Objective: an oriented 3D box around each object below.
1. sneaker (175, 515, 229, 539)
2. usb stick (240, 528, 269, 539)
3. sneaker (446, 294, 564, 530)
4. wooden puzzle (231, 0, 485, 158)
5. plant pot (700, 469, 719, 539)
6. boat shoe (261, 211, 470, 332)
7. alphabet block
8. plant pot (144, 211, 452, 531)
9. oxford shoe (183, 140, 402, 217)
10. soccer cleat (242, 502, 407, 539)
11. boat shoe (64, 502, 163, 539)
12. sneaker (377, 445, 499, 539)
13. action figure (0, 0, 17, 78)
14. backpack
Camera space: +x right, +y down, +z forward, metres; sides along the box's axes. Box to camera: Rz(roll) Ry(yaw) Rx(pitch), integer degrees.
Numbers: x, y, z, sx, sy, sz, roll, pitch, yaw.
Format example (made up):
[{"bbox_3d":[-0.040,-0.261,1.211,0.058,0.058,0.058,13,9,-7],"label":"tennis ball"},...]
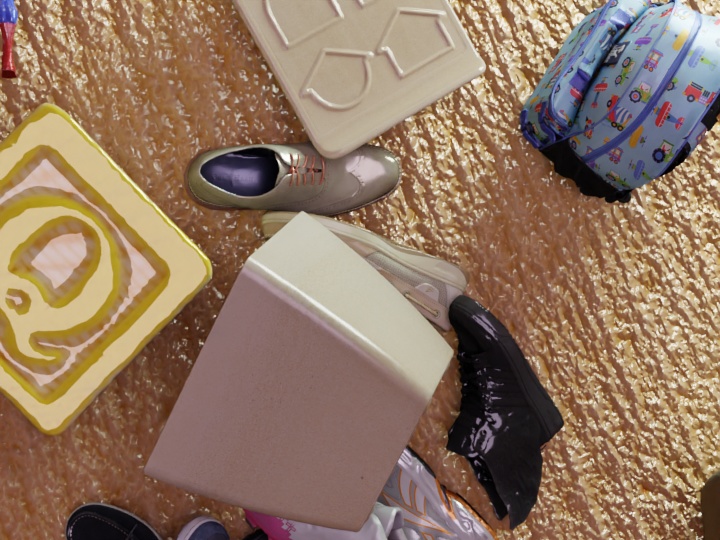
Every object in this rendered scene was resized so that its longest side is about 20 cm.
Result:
[{"bbox_3d":[-0.106,0.322,1.455,0.076,0.145,0.205,3,93,-46],"label":"sneaker"},{"bbox_3d":[-0.055,0.325,1.518,0.055,0.032,0.202,-27,94,-54],"label":"usb stick"},{"bbox_3d":[0.115,0.128,1.534,0.104,0.060,0.200,-42,113,-14],"label":"sneaker"},{"bbox_3d":[-0.009,-0.221,1.533,0.184,0.046,0.201,-31,89,-21],"label":"wooden puzzle"},{"bbox_3d":[0.405,0.258,1.531,0.197,0.177,0.202,-5,89,-10],"label":"plant pot"},{"bbox_3d":[0.000,0.000,1.526,0.198,0.072,0.066,20,84,-14],"label":"boat shoe"},{"bbox_3d":[-0.256,0.002,1.415,0.196,0.200,0.196,44,82,-6],"label":"alphabet block"},{"bbox_3d":[-0.036,0.097,1.403,0.176,0.200,0.201,28,107,3],"label":"plant pot"},{"bbox_3d":[-0.056,-0.081,1.515,0.198,0.074,0.072,-6,89,-10],"label":"oxford shoe"},{"bbox_3d":[-0.011,0.225,1.491,0.199,0.070,0.087,32,108,11],"label":"soccer cleat"},{"bbox_3d":[-0.192,0.265,1.443,0.200,0.062,0.075,42,100,33],"label":"boat shoe"},{"bbox_3d":[0.035,0.213,1.525,0.092,0.076,0.200,-45,93,-1],"label":"sneaker"},{"bbox_3d":[-0.324,-0.271,1.489,0.065,0.052,0.202,5,83,-15],"label":"action figure"},{"bbox_3d":[0.248,-0.161,1.507,0.134,0.200,0.183,36,84,-7],"label":"backpack"}]
